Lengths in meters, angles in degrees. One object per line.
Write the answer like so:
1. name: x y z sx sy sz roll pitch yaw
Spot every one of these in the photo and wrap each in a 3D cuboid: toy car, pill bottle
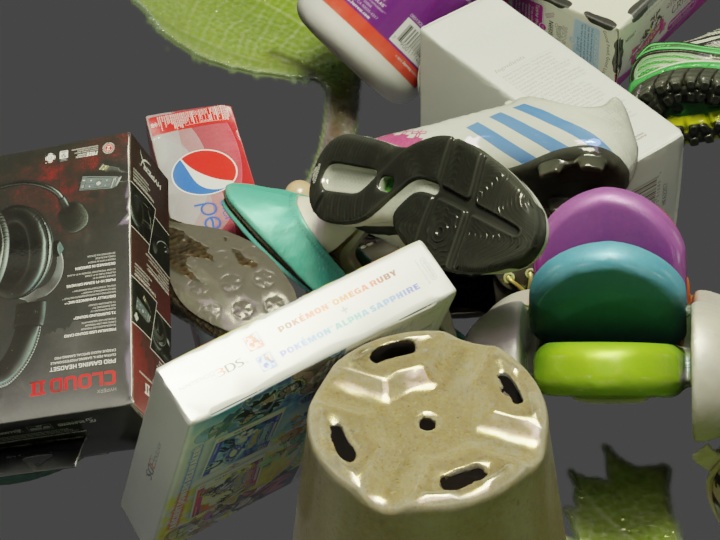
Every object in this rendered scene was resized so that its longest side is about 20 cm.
1. toy car: 0.154 0.024 1.507 0.174 0.151 0.200 1 4 9
2. pill bottle: 0.055 -0.225 1.774 0.200 0.112 0.112 -48 53 2

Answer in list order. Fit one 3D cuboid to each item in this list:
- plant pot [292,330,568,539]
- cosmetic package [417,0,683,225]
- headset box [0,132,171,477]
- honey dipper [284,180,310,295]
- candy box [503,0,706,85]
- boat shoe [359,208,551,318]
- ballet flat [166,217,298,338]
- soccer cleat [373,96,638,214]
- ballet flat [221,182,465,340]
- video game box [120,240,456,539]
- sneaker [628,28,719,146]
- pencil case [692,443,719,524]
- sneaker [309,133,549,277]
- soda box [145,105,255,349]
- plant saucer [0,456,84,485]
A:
1. plant pot: 0.040 0.143 1.400 0.199 0.184 0.201 -1 44 1
2. cosmetic package: 0.129 -0.096 1.704 0.074 0.102 0.200 -28 51 -26
3. headset box: -0.195 0.031 1.501 0.148 0.077 0.201 -9 64 14
4. honey dipper: -0.031 0.005 1.652 0.038 0.038 0.200 -5 38 -3
5. candy box: 0.149 -0.230 1.869 0.199 0.061 0.136 27 51 28
6. boat shoe: 0.089 0.002 1.629 0.200 0.072 0.061 -2 48 10
7. ballet flat: -0.120 -0.001 1.565 0.199 0.046 0.067 25 57 25
8. soccer cleat: 0.084 -0.074 1.605 0.199 0.070 0.087 -2 42 15
9. ballet flat: 0.000 0.000 1.576 0.200 0.070 0.067 46 19 5
10. video game box: -0.047 0.079 1.459 0.182 0.200 0.047 -28 71 -24
11. sneaker: 0.290 -0.146 1.765 0.199 0.078 0.085 -2 43 1
12. pencil case: 0.301 0.097 1.508 0.200 0.078 0.090 -32 90 -27
13. sneaker: 0.069 -0.033 1.487 0.115 0.076 0.200 18 1 -39
14. soda box: -0.095 -0.021 1.654 0.063 0.070 0.201 -11 46 -7
15. plant saucer: -0.237 0.041 1.585 0.199 0.036 0.201 3 58 -5
